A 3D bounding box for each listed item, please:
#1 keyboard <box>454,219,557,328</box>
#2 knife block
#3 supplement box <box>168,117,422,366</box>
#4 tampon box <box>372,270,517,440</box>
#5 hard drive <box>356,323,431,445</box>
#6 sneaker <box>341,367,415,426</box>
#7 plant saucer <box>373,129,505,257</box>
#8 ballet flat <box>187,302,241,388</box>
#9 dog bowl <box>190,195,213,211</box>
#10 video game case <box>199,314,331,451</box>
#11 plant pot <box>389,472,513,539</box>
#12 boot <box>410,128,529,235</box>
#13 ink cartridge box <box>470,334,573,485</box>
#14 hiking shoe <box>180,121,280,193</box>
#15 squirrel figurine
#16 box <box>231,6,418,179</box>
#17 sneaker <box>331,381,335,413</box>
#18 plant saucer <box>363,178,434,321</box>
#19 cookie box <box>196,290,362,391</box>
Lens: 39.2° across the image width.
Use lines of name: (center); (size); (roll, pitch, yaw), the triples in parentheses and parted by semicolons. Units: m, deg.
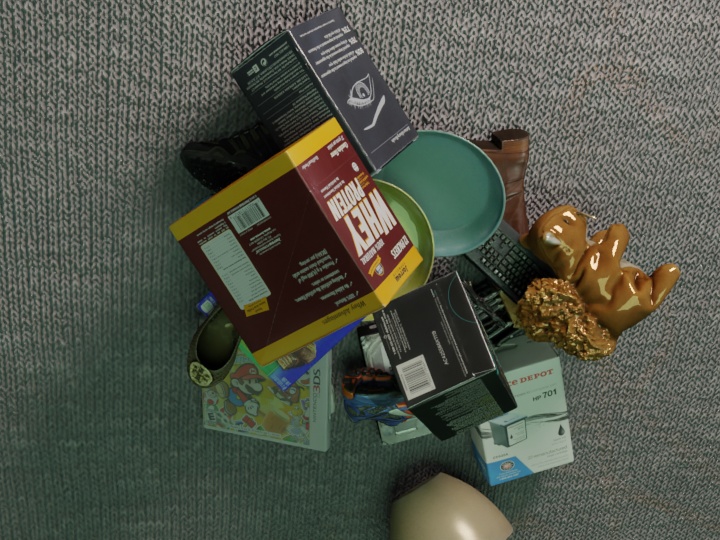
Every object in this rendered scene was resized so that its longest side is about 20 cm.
keyboard: (0.212, 0.020, 1.452); (0.200, 0.021, 0.127); (40, 100, -19)
knife block: (0.230, 0.019, 1.501); (0.174, 0.064, 0.202); (12, 111, -17)
supplement box: (-0.073, -0.031, 1.184); (0.196, 0.133, 0.201); (-27, 100, 31)
tampon box: (0.117, 0.121, 1.370); (0.125, 0.151, 0.200); (-24, 154, 7)
hard drive: (0.079, 0.164, 1.550); (0.138, 0.038, 0.202); (-13, 117, -5)
sneaker: (0.065, 0.192, 1.509); (0.197, 0.076, 0.079); (5, 127, -8)
plant saucer: (0.099, -0.109, 1.373); (0.198, 0.036, 0.202); (8, 128, 10)
ballet flat: (-0.176, 0.079, 1.313); (0.067, 0.046, 0.201); (35, 116, 0)
dog bowl: (-0.146, -0.066, 1.392); (0.198, 0.050, 0.112); (-27, 116, 0)
video game case: (-0.138, 0.163, 1.463); (0.198, 0.023, 0.184); (9, 114, 16)
plant pot: (0.122, 0.402, 1.602); (0.199, 0.200, 0.135); (-32, 80, 4)
boot: (0.158, -0.091, 1.442); (0.184, 0.064, 0.202); (-7, 120, -6)
ink cartridge box: (0.243, 0.217, 1.582); (0.145, 0.086, 0.202); (-16, 118, -4)
hiking shoe: (-0.138, -0.156, 1.346); (0.198, 0.101, 0.076); (7, 145, 10)
squirrel figurine: (0.296, 0.015, 1.394); (0.186, 0.141, 0.201); (37, 87, -14)
box: (-0.040, -0.204, 1.255); (0.104, 0.148, 0.201); (-27, 99, 33)
sneaker: (-0.096, 0.132, 1.480); (0.098, 0.078, 0.202); (-11, 115, -3)
plant saucer: (0.001, -0.030, 1.376); (0.197, 0.031, 0.202); (0, 107, 1)
cookie box: (-0.087, 0.031, 1.340); (0.171, 0.075, 0.200); (44, 113, -6)
